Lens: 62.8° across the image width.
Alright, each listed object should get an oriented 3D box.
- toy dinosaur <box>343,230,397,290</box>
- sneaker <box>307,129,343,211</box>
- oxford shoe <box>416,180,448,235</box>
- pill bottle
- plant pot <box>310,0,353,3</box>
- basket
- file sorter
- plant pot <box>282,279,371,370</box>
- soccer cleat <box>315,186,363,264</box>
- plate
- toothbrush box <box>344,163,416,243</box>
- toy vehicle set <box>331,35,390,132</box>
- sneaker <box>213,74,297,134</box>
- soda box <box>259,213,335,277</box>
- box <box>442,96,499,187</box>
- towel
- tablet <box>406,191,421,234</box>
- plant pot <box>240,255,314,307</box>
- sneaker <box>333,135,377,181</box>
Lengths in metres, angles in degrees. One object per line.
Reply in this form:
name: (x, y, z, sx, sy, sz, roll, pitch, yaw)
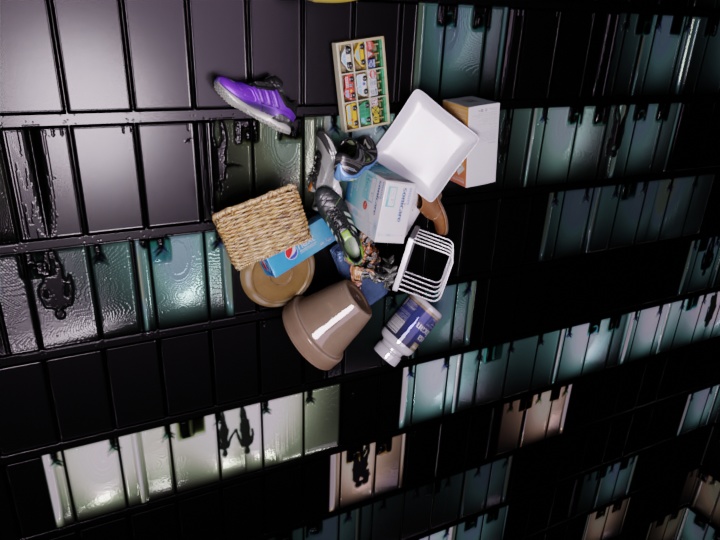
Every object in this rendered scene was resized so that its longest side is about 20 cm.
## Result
toy dinosaur: (0.018, -0.008, 1.505, 0.133, 0.103, 0.202, 10, 132, -7)
sneaker: (-0.089, -0.232, 1.405, 0.078, 0.074, 0.203, -12, 117, -17)
oxford shoe: (0.187, -0.167, 1.581, 0.070, 0.072, 0.201, -26, 131, -1)
pill bottle: (0.130, 0.169, 1.675, 0.111, 0.111, 0.201, 38, 92, -35)
plant pot: (-0.045, -0.642, 1.182, 0.198, 0.196, 0.196, -27, 122, -3)
basket: (-0.229, -0.123, 1.333, 0.198, 0.143, 0.151, -24, 124, -10)
file sorter: (0.171, -0.018, 1.540, 0.123, 0.200, 0.141, 20, 106, 5)
plant pot: (-0.068, 0.118, 1.468, 0.174, 0.201, 0.200, -36, 126, 13)
soccer cleat: (-0.043, -0.106, 1.392, 0.067, 0.081, 0.202, -29, 107, -2)
plate: (0.159, -0.307, 1.460, 0.199, 0.032, 0.201, 37, 111, -2)
toothbrush box: (0.040, -0.167, 1.423, 0.084, 0.200, 0.149, 1, 112, -28)
toy vehicle set: (0.004, -0.438, 1.388, 0.123, 0.026, 0.203, -18, 119, -21)
sneaker: (-0.219, -0.384, 1.276, 0.199, 0.069, 0.101, 24, 92, -38)
soda box: (-0.150, -0.064, 1.422, 0.199, 0.064, 0.069, -34, 111, -25)
box: (0.280, -0.334, 1.522, 0.096, 0.124, 0.203, -13, 117, -21)
towel: (0.000, 0.000, 1.569, 0.111, 0.048, 0.202, -30, 122, -13)
tablet: (0.121, -0.195, 1.567, 0.129, 0.014, 0.202, 25, 98, -34)
plant pot: (-0.202, 0.004, 1.477, 0.197, 0.027, 0.203, -11, 117, -23)
sneaker: (-0.009, -0.274, 1.368, 0.200, 0.070, 0.084, -55, 147, -54)
